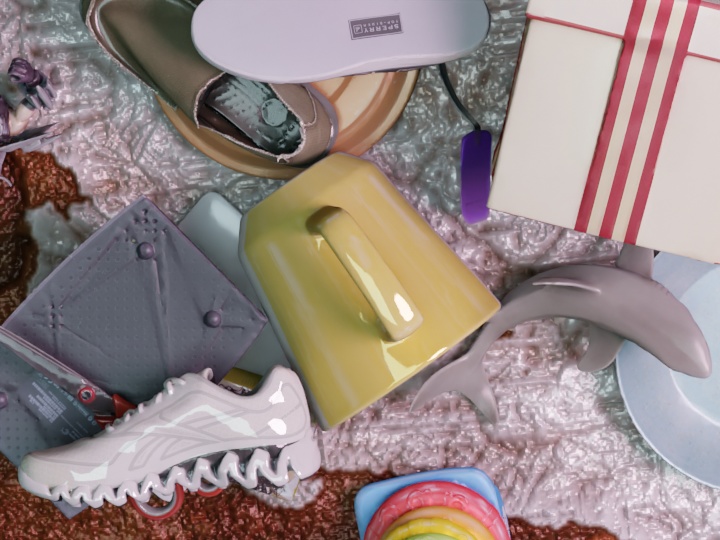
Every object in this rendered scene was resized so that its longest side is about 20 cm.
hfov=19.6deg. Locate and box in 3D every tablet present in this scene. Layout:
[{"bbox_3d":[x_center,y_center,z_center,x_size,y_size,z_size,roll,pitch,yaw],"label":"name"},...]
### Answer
[{"bbox_3d":[-0.122,0.057,1.503,0.130,0.014,0.200,41,102,-4],"label":"tablet"}]

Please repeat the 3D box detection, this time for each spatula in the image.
[{"bbox_3d":[0.063,-0.132,1.437,0.020,0.056,0.202,-13,93,26],"label":"spatula"}]

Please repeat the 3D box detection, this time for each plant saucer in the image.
[{"bbox_3d":[0.277,0.055,1.455,0.199,0.039,0.203,1,101,5],"label":"plant saucer"},{"bbox_3d":[-0.055,-0.162,1.446,0.198,0.032,0.202,1,102,5],"label":"plant saucer"}]

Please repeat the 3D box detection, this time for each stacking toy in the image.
[{"bbox_3d":[0.048,0.216,1.423,0.109,0.200,0.117,-10,99,7],"label":"stacking toy"}]

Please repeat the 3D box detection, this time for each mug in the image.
[{"bbox_3d":[0.003,-0.002,1.407,0.154,0.149,0.186,56,143,1],"label":"mug"}]

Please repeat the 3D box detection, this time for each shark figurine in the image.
[{"bbox_3d":[0.127,0.028,1.427,0.213,0.089,0.129,-15,76,33],"label":"shark figurine"}]

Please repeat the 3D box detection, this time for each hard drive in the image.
[{"bbox_3d":[-0.172,0.058,1.428,0.135,0.042,0.200,45,100,-4],"label":"hard drive"}]

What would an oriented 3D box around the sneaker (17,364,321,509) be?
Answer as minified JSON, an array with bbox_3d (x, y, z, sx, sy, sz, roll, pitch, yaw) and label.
[{"bbox_3d":[-0.128,0.108,1.373,0.198,0.075,0.082,-8,97,-7],"label":"sneaker"}]

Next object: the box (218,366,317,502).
[{"bbox_3d":[-0.130,0.096,1.479,0.198,0.050,0.076,17,101,2],"label":"box"}]

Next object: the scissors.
[{"bbox_3d":[-0.170,0.085,1.403,0.073,0.014,0.200,-37,103,10],"label":"scissors"}]

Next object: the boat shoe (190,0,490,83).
[{"bbox_3d":[-0.014,-0.155,1.381,0.198,0.057,0.069,-2,84,-7],"label":"boat shoe"}]

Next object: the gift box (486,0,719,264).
[{"bbox_3d":[0.195,-0.130,1.361,0.198,0.185,0.188,11,110,-1],"label":"gift box"}]

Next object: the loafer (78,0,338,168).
[{"bbox_3d":[-0.102,-0.138,1.403,0.199,0.070,0.076,32,102,-2],"label":"loafer"}]

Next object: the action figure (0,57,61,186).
[{"bbox_3d":[-0.282,-0.145,1.452,0.129,0.069,0.202,-12,104,-2],"label":"action figure"}]
